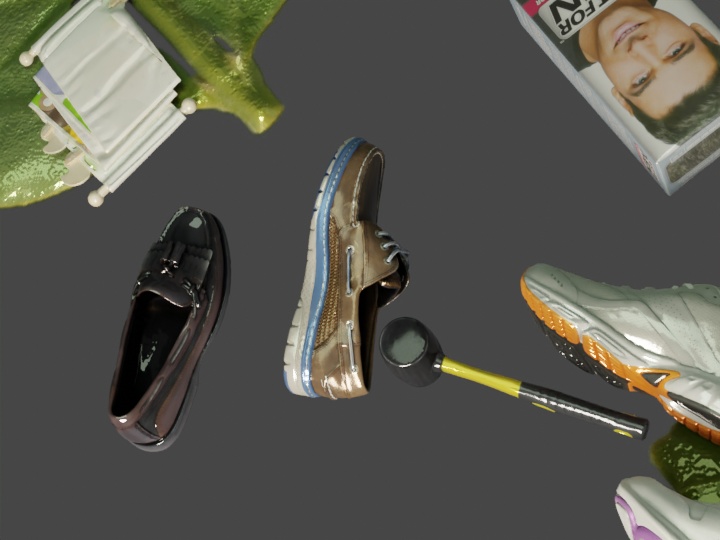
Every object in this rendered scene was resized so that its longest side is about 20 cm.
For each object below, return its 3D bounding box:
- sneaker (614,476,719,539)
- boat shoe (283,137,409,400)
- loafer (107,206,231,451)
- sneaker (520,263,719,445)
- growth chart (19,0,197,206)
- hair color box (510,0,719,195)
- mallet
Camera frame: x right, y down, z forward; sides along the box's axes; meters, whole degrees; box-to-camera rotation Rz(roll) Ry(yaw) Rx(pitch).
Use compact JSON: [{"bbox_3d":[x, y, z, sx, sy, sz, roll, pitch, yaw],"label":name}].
[{"bbox_3d":[0.255,0.186,0.904,0.199,0.075,0.100,34,66,29],"label":"sneaker"},{"bbox_3d":[0.000,0.000,1.075,0.072,0.072,0.203,8,83,19],"label":"boat shoe"},{"bbox_3d":[-0.152,0.039,1.118,0.071,0.063,0.202,4,71,23],"label":"loafer"},{"bbox_3d":[0.206,0.039,0.978,0.199,0.076,0.092,31,75,21],"label":"sneaker"},{"bbox_3d":[-0.231,-0.162,1.257,0.144,0.018,0.201,-37,61,5],"label":"growth chart"},{"bbox_3d":[0.205,-0.165,1.058,0.099,0.061,0.201,-37,61,4],"label":"hair color box"},{"bbox_3d":[0.109,0.085,1.016,0.198,0.066,0.042,19,78,12],"label":"mallet"}]
